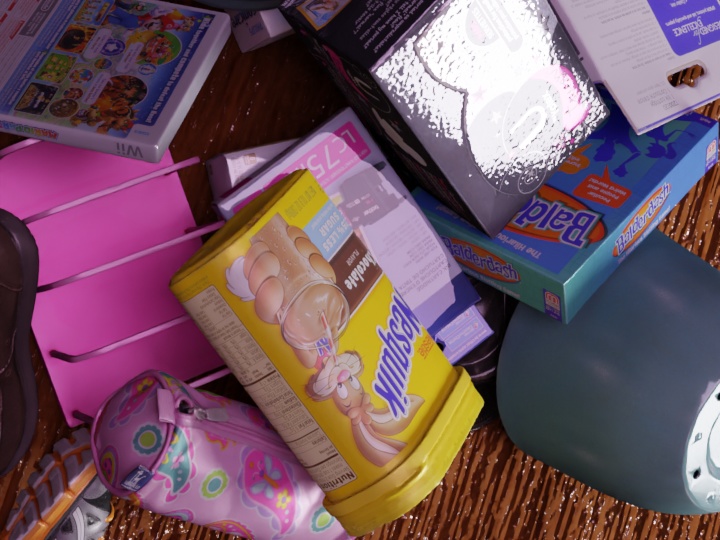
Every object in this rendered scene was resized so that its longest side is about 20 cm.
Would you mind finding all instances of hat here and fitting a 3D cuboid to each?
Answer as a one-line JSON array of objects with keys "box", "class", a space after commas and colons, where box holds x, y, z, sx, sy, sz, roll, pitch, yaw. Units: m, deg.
[{"box": [0.079, 0.025, 1.210, 0.198, 0.081, 0.203, 1, 87, -19], "class": "hat"}]

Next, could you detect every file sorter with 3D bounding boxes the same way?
[{"box": [-0.164, -0.008, 1.103, 0.138, 0.125, 0.202, -21, 95, -19], "class": "file sorter"}]

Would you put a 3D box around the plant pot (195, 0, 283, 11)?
[{"box": [-0.065, -0.282, 1.052, 0.198, 0.134, 0.203, 0, 90, -16], "class": "plant pot"}]

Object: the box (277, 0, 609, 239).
[{"box": [0.063, -0.141, 1.081, 0.132, 0.115, 0.200, -46, 138, -5], "class": "box"}]

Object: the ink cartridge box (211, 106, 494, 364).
[{"box": [0.000, 0.000, 1.132, 0.119, 0.042, 0.201, -36, 102, -8], "class": "ink cartridge box"}]

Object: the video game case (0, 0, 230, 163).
[{"box": [-0.202, -0.140, 1.064, 0.198, 0.018, 0.144, 12, 47, 11], "class": "video game case"}]

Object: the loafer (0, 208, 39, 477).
[{"box": [-0.261, 0.055, 1.058, 0.071, 0.073, 0.202, -26, 132, -46], "class": "loafer"}]

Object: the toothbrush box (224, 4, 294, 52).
[{"box": [-0.052, -0.282, 1.171, 0.145, 0.085, 0.202, -24, 97, -18], "class": "toothbrush box"}]

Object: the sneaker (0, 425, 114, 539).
[{"box": [-0.208, 0.193, 1.106, 0.077, 0.078, 0.201, 33, 95, -20], "class": "sneaker"}]

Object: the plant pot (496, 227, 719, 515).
[{"box": [0.225, 0.085, 1.177, 0.199, 0.161, 0.203, -16, 120, -31], "class": "plant pot"}]

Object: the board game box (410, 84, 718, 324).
[{"box": [0.148, -0.065, 1.185, 0.200, 0.151, 0.045, -44, 144, -28], "class": "board game box"}]

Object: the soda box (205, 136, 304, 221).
[{"box": [-0.056, 0.008, 1.173, 0.067, 0.064, 0.202, -13, 92, -19], "class": "soda box"}]

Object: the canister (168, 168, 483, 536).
[{"box": [-0.021, 0.049, 1.037, 0.201, 0.086, 0.149, 53, 32, -9], "class": "canister"}]

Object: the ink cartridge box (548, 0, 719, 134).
[{"box": [0.201, -0.204, 1.220, 0.197, 0.043, 0.201, -23, 81, -44], "class": "ink cartridge box"}]

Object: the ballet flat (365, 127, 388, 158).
[{"box": [0.073, -0.163, 1.230, 0.072, 0.072, 0.201, 36, 80, -15], "class": "ballet flat"}]

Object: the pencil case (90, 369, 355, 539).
[{"box": [-0.081, 0.128, 1.051, 0.199, 0.087, 0.088, 26, 79, -41], "class": "pencil case"}]
